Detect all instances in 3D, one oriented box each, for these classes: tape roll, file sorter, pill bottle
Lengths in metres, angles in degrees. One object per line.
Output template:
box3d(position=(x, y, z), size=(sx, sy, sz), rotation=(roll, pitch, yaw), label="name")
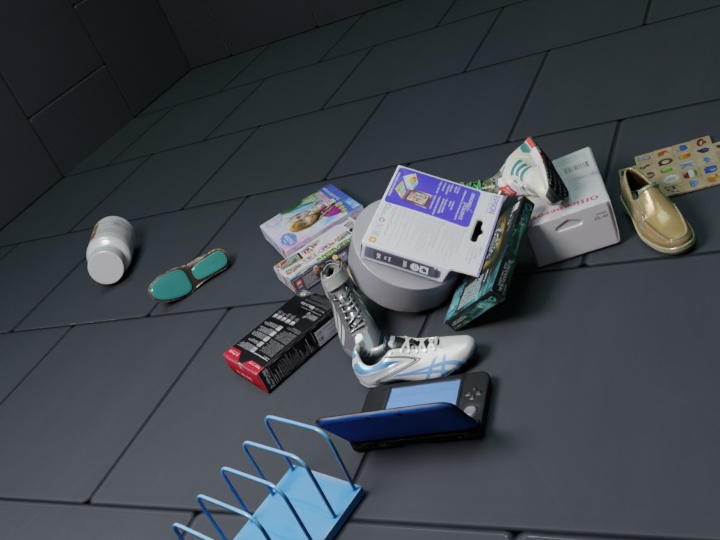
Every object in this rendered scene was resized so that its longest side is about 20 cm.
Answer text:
box3d(position=(0.078, -0.030, 1.369), size=(0.195, 0.067, 0.204), rotation=(5, 52, -7), label="tape roll")
box3d(position=(-0.119, 0.303, 1.026), size=(0.137, 0.124, 0.200), rotation=(3, 39, 43), label="file sorter")
box3d(position=(-0.641, -0.050, 2.065), size=(0.112, 0.116, 0.201), rotation=(-24, 28, 2), label="pill bottle")

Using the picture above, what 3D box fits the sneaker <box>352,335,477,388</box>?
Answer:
box3d(position=(0.078, 0.127, 1.212), size=(0.196, 0.074, 0.072), rotation=(-14, 28, 19), label="sneaker")

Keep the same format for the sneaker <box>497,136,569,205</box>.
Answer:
box3d(position=(0.281, -0.146, 1.344), size=(0.093, 0.070, 0.201), rotation=(-39, 25, 20), label="sneaker")

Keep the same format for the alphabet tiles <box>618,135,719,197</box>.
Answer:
box3d(position=(0.551, -0.176, 1.396), size=(0.196, 0.006, 0.168), rotation=(-15, 30, 21), label="alphabet tiles")

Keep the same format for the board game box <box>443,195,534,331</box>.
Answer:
box3d(position=(0.205, -0.011, 1.280), size=(0.135, 0.028, 0.202), rotation=(-43, 18, 53), label="board game box")

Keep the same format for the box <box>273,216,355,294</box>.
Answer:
box3d(position=(-0.073, -0.033, 1.644), size=(0.198, 0.035, 0.110), rotation=(-34, 29, -14), label="box")

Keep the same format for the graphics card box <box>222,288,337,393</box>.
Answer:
box3d(position=(-0.131, 0.120, 1.420), size=(0.199, 0.051, 0.124), rotation=(-41, 32, -24), label="graphics card box")

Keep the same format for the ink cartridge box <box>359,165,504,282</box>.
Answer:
box3d(position=(0.122, -0.074, 1.332), size=(0.196, 0.044, 0.200), rotation=(17, 50, 12), label="ink cartridge box")

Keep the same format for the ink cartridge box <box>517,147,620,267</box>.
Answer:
box3d(position=(0.347, -0.110, 1.368), size=(0.145, 0.087, 0.202), rotation=(-18, 30, 18), label="ink cartridge box")

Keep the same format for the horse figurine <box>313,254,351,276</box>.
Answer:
box3d(position=(0.000, 0.000, 1.463), size=(0.195, 0.133, 0.051), rotation=(-4, 75, 10), label="horse figurine")

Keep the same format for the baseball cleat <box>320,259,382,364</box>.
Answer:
box3d(position=(-0.025, 0.064, 1.323), size=(0.069, 0.107, 0.201), rotation=(-30, 44, 0), label="baseball cleat")

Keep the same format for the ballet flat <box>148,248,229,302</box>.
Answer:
box3d(position=(-0.385, 0.015, 1.811), size=(0.198, 0.069, 0.075), rotation=(-31, 6, -20), label="ballet flat")

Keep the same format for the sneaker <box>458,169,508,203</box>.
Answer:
box3d(position=(0.196, -0.133, 1.478), size=(0.199, 0.088, 0.078), rotation=(-39, 27, 24), label="sneaker")

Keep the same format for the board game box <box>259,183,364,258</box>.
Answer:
box3d(position=(-0.107, -0.106, 1.790), size=(0.197, 0.042, 0.200), rotation=(-33, 28, -11), label="board game box")

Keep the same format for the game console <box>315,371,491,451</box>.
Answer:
box3d(position=(0.063, 0.174, 1.095), size=(0.196, 0.120, 0.172), rotation=(-11, 31, 25), label="game console")

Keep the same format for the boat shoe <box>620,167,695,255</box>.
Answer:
box3d(position=(0.457, -0.099, 1.265), size=(0.070, 0.077, 0.201), rotation=(-22, 32, 1), label="boat shoe")
